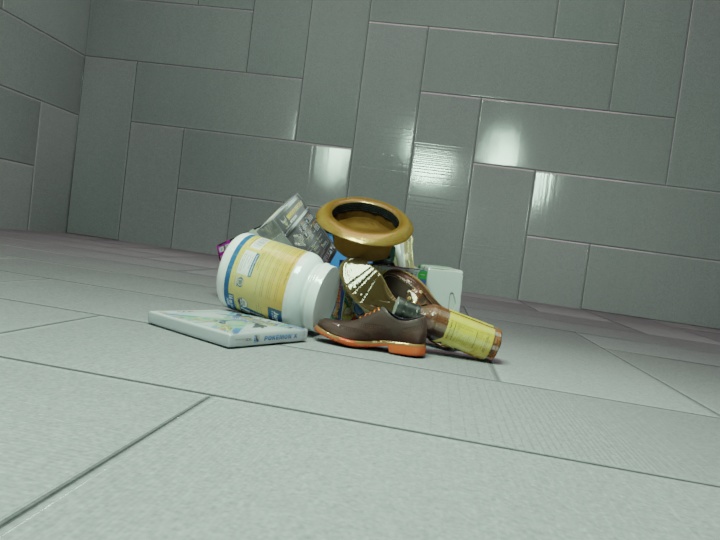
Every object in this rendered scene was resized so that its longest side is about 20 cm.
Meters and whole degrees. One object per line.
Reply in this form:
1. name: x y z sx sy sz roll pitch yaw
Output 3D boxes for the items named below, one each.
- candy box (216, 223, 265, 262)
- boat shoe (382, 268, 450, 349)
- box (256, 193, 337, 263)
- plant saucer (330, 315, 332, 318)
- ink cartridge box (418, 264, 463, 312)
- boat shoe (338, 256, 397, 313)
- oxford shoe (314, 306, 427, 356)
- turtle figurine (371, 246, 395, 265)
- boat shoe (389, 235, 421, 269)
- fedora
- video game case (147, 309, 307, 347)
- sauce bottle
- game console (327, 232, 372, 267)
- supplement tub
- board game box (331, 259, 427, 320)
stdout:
1. candy box: -0.229 -0.022 1.375 0.197 0.140 0.061 -20 -12 28
2. boat shoe: 0.114 0.073 1.168 0.199 0.071 0.070 38 27 13
3. box: -0.127 -0.061 1.274 0.048 0.160 0.201 -32 14 19
4. plant saucer: -0.026 0.107 1.292 0.196 0.019 0.069 7 3 -35
5. ink cartridge box: 0.177 0.064 1.401 0.081 0.151 0.200 6 2 -1
6. boat shoe: 0.033 0.060 1.137 0.200 0.072 0.065 44 -17 11
7. oxford shoe: 0.019 0.095 1.039 0.195 0.075 0.071 8 3 4
8. turtle figurine: 0.000 0.000 1.341 0.148 0.102 0.200 -24 -10 -26
9. boat shoe: 0.108 0.013 1.355 0.067 0.205 0.075 -14 -2 -4
10. fedora: 0.005 -0.074 1.203 0.195 0.083 0.202 5 33 -3
11. video game case: -0.216 0.091 0.994 0.196 0.023 0.181 10 3 34
12. sauce bottle: 0.152 0.100 1.073 0.196 0.067 0.066 21 2 0
13. game console: -0.029 0.001 1.436 0.114 0.205 0.174 11 -1 -34
14. supplement tub: -0.150 0.025 1.116 0.196 0.148 0.144 17 5 16
15. board game box: 0.040 0.057 1.242 0.196 0.139 0.034 5 6 -29
